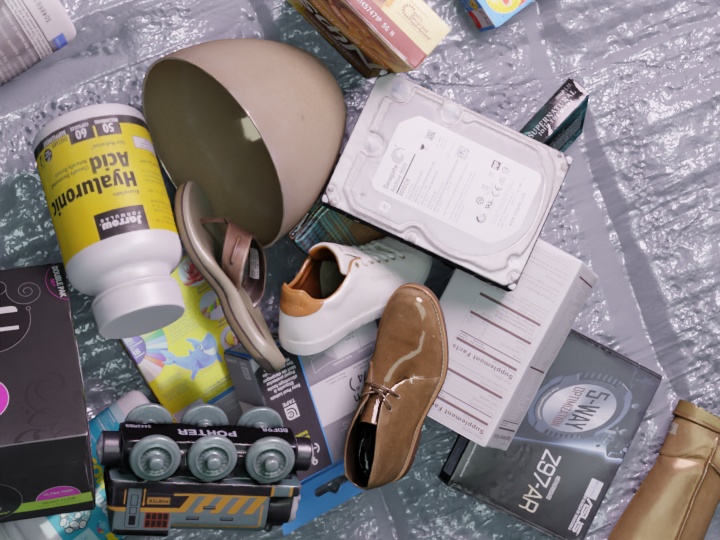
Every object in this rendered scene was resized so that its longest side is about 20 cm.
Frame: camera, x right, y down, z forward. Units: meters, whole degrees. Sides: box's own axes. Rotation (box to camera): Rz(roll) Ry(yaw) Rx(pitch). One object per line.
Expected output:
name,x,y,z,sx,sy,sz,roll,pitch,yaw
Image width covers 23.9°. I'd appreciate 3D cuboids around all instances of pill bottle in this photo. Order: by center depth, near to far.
pill bottle,-0.374,-0.210,1.565,0.200,0.114,0.114,-34,100,-8
pill bottle,-0.227,-0.044,1.577,0.111,0.111,0.201,-16,73,-10
pill bottle,-0.260,0.214,1.625,0.200,0.111,0.111,-38,101,-6

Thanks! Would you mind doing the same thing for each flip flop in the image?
flip flop,-0.111,0.001,1.572,0.057,0.081,0.200,-33,67,10

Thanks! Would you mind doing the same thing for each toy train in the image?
toy train,-0.144,0.186,1.553,0.199,0.085,0.114,3,114,-17

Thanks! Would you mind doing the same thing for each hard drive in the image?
hard drive,0.080,-0.083,1.583,0.200,0.038,0.140,26,85,0

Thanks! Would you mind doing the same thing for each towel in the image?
towel,0.027,-0.074,1.663,0.200,0.022,0.147,-49,145,-5

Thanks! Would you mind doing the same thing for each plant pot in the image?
plant pot,-0.092,-0.139,1.605,0.134,0.200,0.201,-36,101,-30

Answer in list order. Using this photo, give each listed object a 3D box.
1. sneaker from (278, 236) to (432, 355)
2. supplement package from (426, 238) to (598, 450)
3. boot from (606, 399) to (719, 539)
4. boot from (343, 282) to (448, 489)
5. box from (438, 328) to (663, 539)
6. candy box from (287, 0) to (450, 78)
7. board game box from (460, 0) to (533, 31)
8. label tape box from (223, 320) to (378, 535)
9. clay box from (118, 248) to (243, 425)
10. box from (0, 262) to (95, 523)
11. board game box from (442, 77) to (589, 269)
sneaker,0.000,0.000,1.611,0.200,0.073,0.085,-37,136,-40
supplement package,0.132,0.062,1.663,0.109,0.114,0.200,28,90,18
boot,0.362,0.257,1.786,0.175,0.066,0.200,25,88,0
boot,0.030,0.111,1.586,0.073,0.075,0.201,17,104,23
box,0.195,0.161,1.750,0.160,0.044,0.200,27,89,-12
candy box,0.004,-0.241,1.597,0.115,0.200,0.055,44,84,-12
board game box,0.148,-0.375,1.690,0.200,0.056,0.196,-38,101,-7
label tape box,-0.033,0.144,1.658,0.144,0.063,0.201,-26,107,-28
clay box,-0.170,0.066,1.663,0.115,0.048,0.200,-32,100,-10
box,-0.326,0.114,1.546,0.148,0.200,0.125,-8,140,-11
board game box,0.146,-0.092,1.674,0.028,0.135,0.200,43,85,11
